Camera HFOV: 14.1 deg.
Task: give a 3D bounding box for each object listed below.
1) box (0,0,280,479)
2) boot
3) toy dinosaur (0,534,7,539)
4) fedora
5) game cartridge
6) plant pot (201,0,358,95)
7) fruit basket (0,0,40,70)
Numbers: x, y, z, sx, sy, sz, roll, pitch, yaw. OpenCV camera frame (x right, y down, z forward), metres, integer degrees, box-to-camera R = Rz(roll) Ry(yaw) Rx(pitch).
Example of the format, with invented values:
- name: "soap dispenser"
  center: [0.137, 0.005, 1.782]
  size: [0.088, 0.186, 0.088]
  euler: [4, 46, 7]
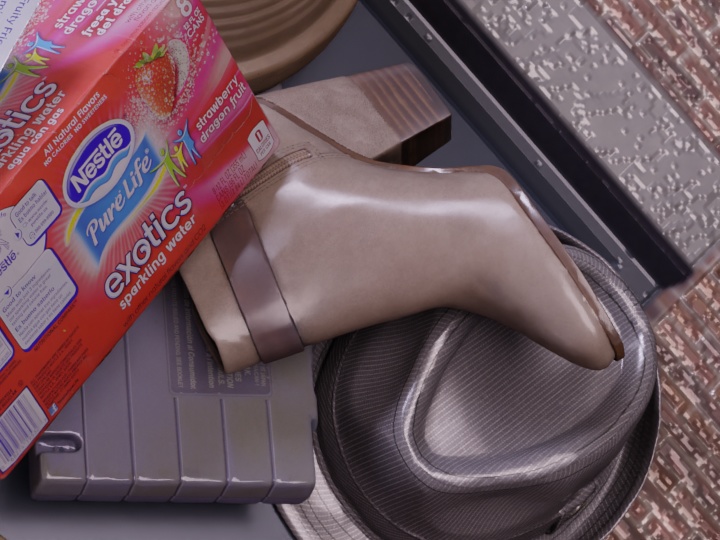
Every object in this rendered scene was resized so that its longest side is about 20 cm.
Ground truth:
- name: "box"
  center: [-0.138, -0.027, 1.193]
  size: [0.200, 0.095, 0.100]
  euler: [-52, 134, -25]
- name: "boot"
  center: [0.000, 0.000, 1.246]
  size: [0.146, 0.070, 0.200]
  euler: [-31, 58, -12]
- name: "toy dinosaur"
  center: [-0.196, 0.095, 1.252]
  size: [0.199, 0.058, 0.102]
  euler: [20, 88, -13]
- name: "fedora"
  center: [0.058, 0.057, 1.310]
  size: [0.199, 0.090, 0.177]
  euler: [-28, 88, -20]
- name: "game cartridge"
  center: [-0.087, 0.007, 1.289]
  size: [0.129, 0.038, 0.201]
  euler: [5, 64, -21]
- name: "plant pot"
  center: [-0.081, -0.182, 1.301]
  size: [0.200, 0.093, 0.202]
  euler: [5, 69, -14]
- name: "fruit basket"
  center: [-0.247, -0.059, 1.142]
  size: [0.186, 0.199, 0.094]
  euler: [-62, 142, -22]
